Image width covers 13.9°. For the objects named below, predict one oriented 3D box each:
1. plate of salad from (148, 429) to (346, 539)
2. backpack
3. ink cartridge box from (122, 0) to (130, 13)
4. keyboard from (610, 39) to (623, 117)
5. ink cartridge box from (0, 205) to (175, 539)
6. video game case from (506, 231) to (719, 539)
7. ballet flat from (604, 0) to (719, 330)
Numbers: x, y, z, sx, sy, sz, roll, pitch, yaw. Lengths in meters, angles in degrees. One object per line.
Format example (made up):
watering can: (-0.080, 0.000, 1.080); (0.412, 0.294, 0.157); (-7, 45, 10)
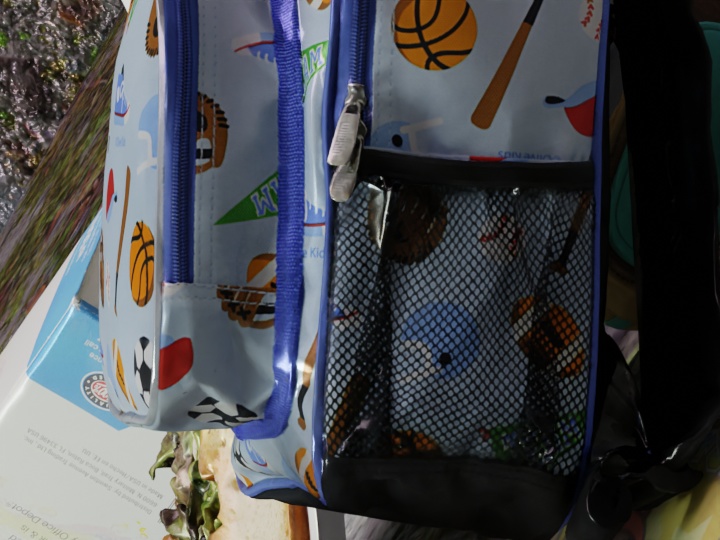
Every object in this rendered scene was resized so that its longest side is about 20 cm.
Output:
plate of salad: (-0.041, 0.074, 0.976); (0.200, 0.048, 0.200); (173, 90, -79)
backpack: (0.005, -0.029, 0.797); (0.200, 0.154, 0.191); (174, 106, -75)
ink cartridge box: (-0.003, -0.139, 1.109); (0.083, 0.200, 0.145); (-50, 54, 35)
keyboard: (0.117, -0.099, 1.011); (0.200, 0.021, 0.127); (-52, 18, 0)
ink cartridge box: (-0.105, 0.086, 1.250); (0.200, 0.129, 0.125); (-52, 12, 27)
video game case: (0.071, 0.084, 0.751); (0.182, 0.023, 0.200); (-56, 11, 10)
ballet flat: (0.110, -0.070, 0.893); (0.200, 0.069, 0.063); (-61, -3, -20)
